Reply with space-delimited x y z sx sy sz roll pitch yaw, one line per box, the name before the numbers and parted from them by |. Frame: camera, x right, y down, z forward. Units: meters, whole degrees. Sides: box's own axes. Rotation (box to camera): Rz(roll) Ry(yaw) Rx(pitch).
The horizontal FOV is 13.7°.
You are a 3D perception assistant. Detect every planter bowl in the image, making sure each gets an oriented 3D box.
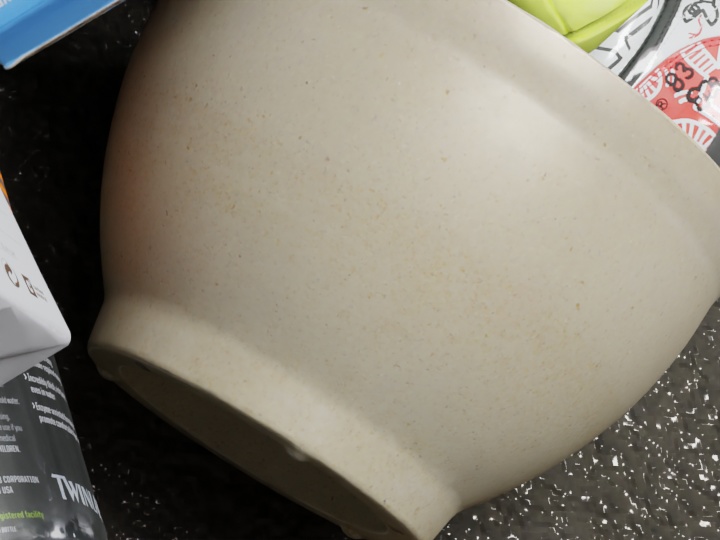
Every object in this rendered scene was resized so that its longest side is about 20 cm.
planter bowl | 0.000 0.000 0.910 0.200 0.200 0.135 34 79 -10

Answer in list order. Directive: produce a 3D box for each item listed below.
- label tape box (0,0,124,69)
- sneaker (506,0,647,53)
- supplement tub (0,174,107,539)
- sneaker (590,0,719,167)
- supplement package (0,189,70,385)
label tape box | -0.078 -0.131 0.885 0.144 0.200 0.063 -33 107 -10
sneaker | 0.043 -0.148 0.904 0.083 0.074 0.200 -28 60 2
supplement tub | -0.151 0.015 0.838 0.122 0.123 0.200 -5 66 -32
sneaker | 0.115 -0.110 0.974 0.108 0.067 0.202 30 57 3
supplement package | -0.180 -0.049 0.733 0.200 0.121 0.120 62 8 22
